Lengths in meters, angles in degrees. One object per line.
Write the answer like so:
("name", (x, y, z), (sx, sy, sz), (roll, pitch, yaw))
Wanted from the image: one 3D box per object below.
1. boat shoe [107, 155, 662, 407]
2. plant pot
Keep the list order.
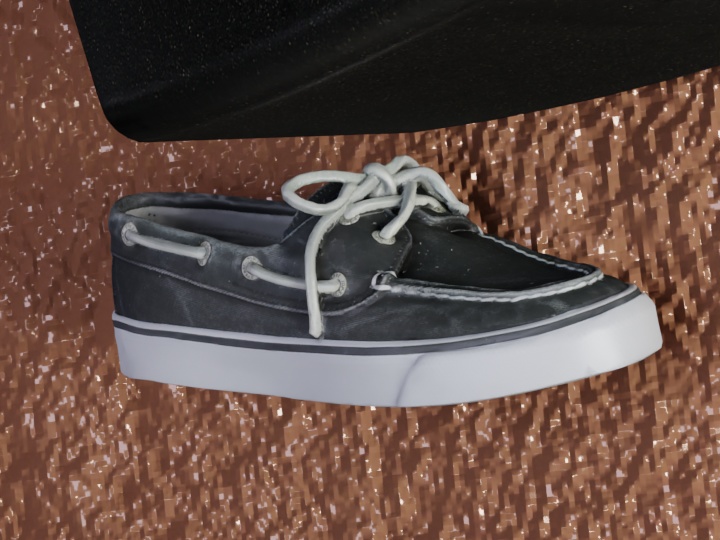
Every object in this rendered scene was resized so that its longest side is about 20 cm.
("boat shoe", (0.002, -0.001, 0.863), (0.199, 0.073, 0.068), (3, 105, 43))
("plant pot", (0.010, -0.133, 0.797), (0.177, 0.199, 0.200), (-29, 73, 41))
